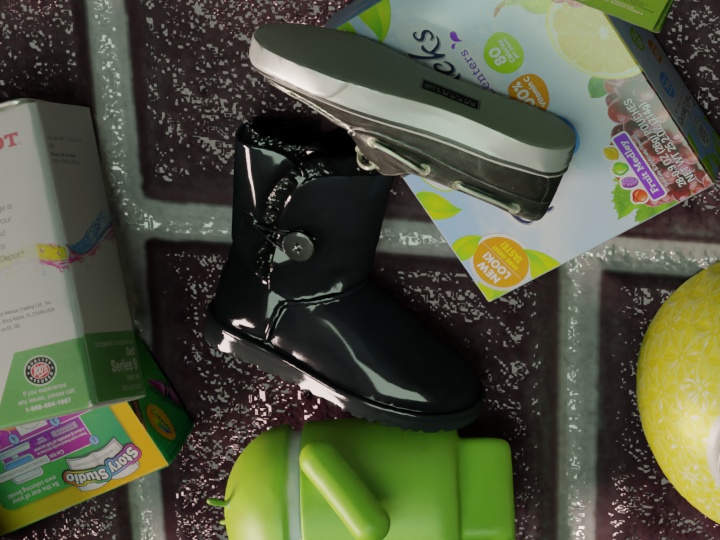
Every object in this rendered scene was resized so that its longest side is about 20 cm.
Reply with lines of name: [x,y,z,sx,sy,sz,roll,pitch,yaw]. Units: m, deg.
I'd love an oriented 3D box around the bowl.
bowl: [0.265,0.098,1.357,0.200,0.108,0.200,6,117,12]

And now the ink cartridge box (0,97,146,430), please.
ink cartridge box: [-0.236,0.002,1.416,0.145,0.087,0.200,-14,88,20]

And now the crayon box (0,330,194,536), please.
crayon box: [-0.232,0.108,1.522,0.200,0.058,0.119,-24,108,24]

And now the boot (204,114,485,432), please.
boot: [0.000,0.000,1.396,0.200,0.076,0.168,21,123,11]

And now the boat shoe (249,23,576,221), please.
boat shoe: [0.023,-0.084,1.278,0.200,0.071,0.064,22,119,3]

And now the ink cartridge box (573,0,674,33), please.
ink cartridge box: [0.103,-0.242,1.211,0.200,0.076,0.148,22,78,4]

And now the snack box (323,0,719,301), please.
snack box: [0.097,-0.106,1.325,0.168,0.068,0.200,-28,104,25]

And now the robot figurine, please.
robot figurine: [0.002,0.155,1.441,0.200,0.116,0.176,-2,160,3]
